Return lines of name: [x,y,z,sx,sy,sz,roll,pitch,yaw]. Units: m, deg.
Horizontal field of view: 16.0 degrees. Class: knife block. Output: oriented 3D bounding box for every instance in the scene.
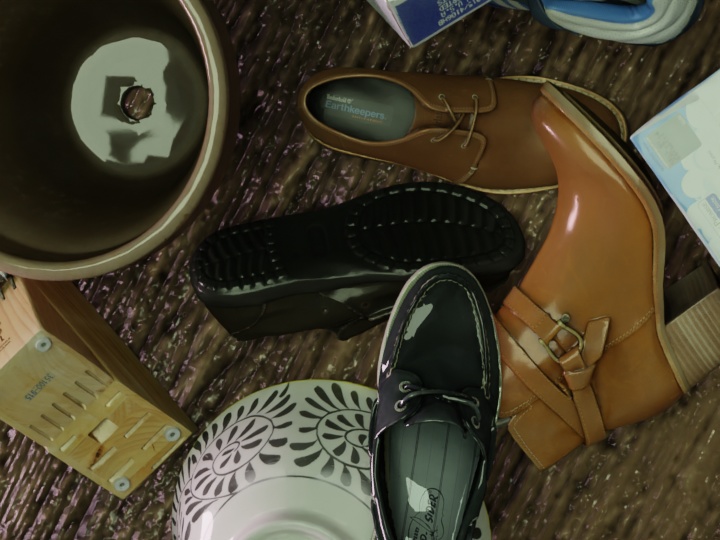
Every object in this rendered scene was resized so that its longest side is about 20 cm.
knife block: [-0.204,0.029,1.580,0.064,0.176,0.200,-43,129,11]

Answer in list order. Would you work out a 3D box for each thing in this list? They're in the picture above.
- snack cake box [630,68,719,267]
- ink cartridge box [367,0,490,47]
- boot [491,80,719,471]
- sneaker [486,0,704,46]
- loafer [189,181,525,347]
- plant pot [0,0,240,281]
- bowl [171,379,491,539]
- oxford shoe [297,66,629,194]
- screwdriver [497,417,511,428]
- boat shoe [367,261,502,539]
snack cake box: [0.214,-0.047,1.409,0.067,0.200,0.115,-37,85,11]
ink cartridge box: [0.070,-0.224,1.442,0.196,0.200,0.043,-31,123,-3]
boot: [0.113,0.007,1.475,0.154,0.074,0.201,-33,98,10]
sneaker: [0.100,-0.183,1.454,0.199,0.146,0.081,21,96,10]
loafer: [0.000,0.000,1.531,0.198,0.072,0.073,-6,50,3]
plant pot: [-0.152,-0.096,1.497,0.199,0.175,0.202,0,92,11]
bowl: [-0.028,0.173,1.506,0.199,0.094,0.202,3,105,12]
oxford shoe: [0.058,-0.083,1.506,0.198,0.071,0.072,5,90,6]
screwdriver: [0.089,0.085,1.531,0.199,0.028,0.029,-24,116,10]
boat shoe: [0.040,0.094,1.426,0.074,0.066,0.201,13,87,-4]
